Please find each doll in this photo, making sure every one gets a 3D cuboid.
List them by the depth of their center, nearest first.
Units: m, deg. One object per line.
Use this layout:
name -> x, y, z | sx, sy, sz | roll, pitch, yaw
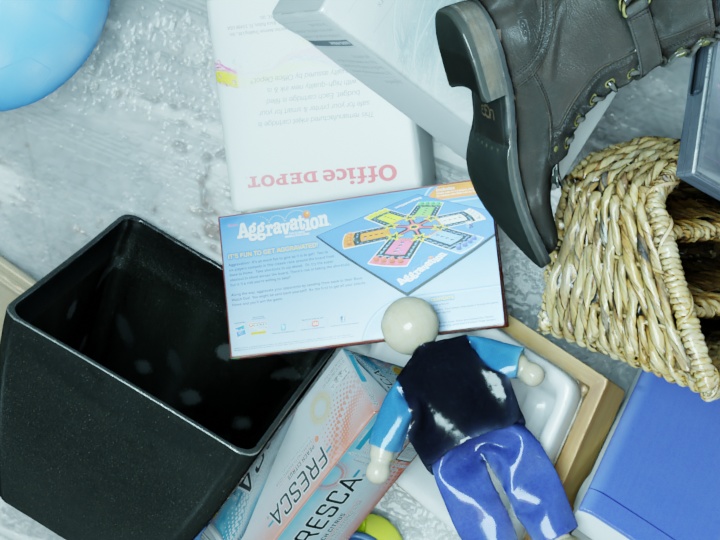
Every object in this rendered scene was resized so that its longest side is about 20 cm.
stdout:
doll -> 0.066, 0.108, 0.991 | 0.136, 0.048, 0.201 | -27, 78, 4

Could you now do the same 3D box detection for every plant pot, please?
plant pot -> -0.163, 0.107, 1.130 | 0.199, 0.200, 0.178 | 31, 117, 4

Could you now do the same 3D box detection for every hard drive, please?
hard drive -> 0.237, 0.135, 1.050 | 0.131, 0.200, 0.025 | 33, 137, 3

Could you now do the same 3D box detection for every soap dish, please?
soap dish -> 0.087, 0.103, 1.087 | 0.200, 0.081, 0.158 | 34, 109, 42

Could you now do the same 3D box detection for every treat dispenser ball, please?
treat dispenser ball -> -0.278, -0.213, 1.075 | 0.199, 0.201, 0.203 | 2, 102, 11

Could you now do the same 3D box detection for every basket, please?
basket -> 0.239, -0.008, 0.994 | 0.148, 0.199, 0.144 | 21, 106, 45

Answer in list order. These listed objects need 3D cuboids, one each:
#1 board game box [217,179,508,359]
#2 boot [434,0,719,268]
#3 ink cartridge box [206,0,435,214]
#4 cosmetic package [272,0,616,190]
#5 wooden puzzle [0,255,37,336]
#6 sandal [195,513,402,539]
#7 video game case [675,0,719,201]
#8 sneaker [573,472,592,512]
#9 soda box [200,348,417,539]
board game box -> 0.000, 0.000, 1.055 | 0.198, 0.019, 0.104 | -7, 84, 14
boot -> 0.145, -0.114, 0.910 | 0.173, 0.069, 0.201 | -26, 123, -12
ink cartridge box -> -0.028, -0.149, 1.097 | 0.144, 0.087, 0.202 | -4, 99, 13
cosmetic package -> 0.086, -0.192, 0.990 | 0.199, 0.123, 0.200 | 34, 87, -20
wooden puzzle -> -0.351, 0.050, 1.233 | 0.199, 0.037, 0.186 | 36, 106, 7
sandal -> -0.068, 0.234, 1.183 | 0.198, 0.087, 0.080 | -8, 104, 15
video game case -> 0.269, -0.132, 0.986 | 0.019, 0.142, 0.202 | -8, 66, 50
sneaker -> 0.243, 0.189, 1.065 | 0.199, 0.099, 0.078 | 19, 103, -26
soda box -> -0.033, 0.154, 1.086 | 0.063, 0.069, 0.200 | 19, 118, -38
